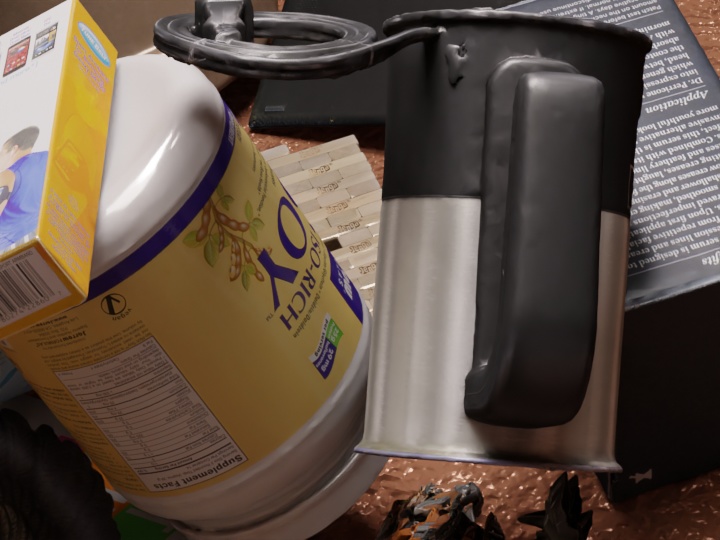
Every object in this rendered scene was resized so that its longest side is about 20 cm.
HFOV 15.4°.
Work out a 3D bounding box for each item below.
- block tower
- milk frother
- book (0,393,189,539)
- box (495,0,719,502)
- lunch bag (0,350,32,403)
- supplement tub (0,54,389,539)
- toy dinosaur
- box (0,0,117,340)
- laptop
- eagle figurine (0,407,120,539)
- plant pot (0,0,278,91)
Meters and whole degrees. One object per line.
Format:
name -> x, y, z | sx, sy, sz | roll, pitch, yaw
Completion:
block tower -> 0.000, 0.000, 1.416 | 0.058, 0.054, 0.200 | -18, 37, -9
milk frother -> 0.015, -0.016, 1.111 | 0.199, 0.189, 0.180 | 3, -4, 10
book -> -0.142, 0.127, 1.300 | 0.199, 0.048, 0.134 | 15, 38, 32
box -> 0.131, -0.020, 1.288 | 0.107, 0.149, 0.200 | -17, 51, -8
lunch bag -> -0.148, -0.003, 1.340 | 0.200, 0.161, 0.083 | -19, 71, -49
supplement tub -> -0.081, 0.020, 1.195 | 0.145, 0.200, 0.146 | -24, 34, 18
toy dinosaur -> 0.052, 0.166, 1.173 | 0.135, 0.102, 0.201 | -19, 52, 16
box -> -0.166, -0.038, 1.123 | 0.119, 0.042, 0.200 | -25, 36, 18
laptop -> 0.061, -0.151, 1.609 | 0.187, 0.116, 0.201 | 1, 65, 36
eagle figurine -> -0.172, 0.164, 1.170 | 0.151, 0.152, 0.200 | -5, 23, -16
plant pot -> -0.168, -0.197, 1.600 | 0.199, 0.175, 0.201 | -15, 32, 10
